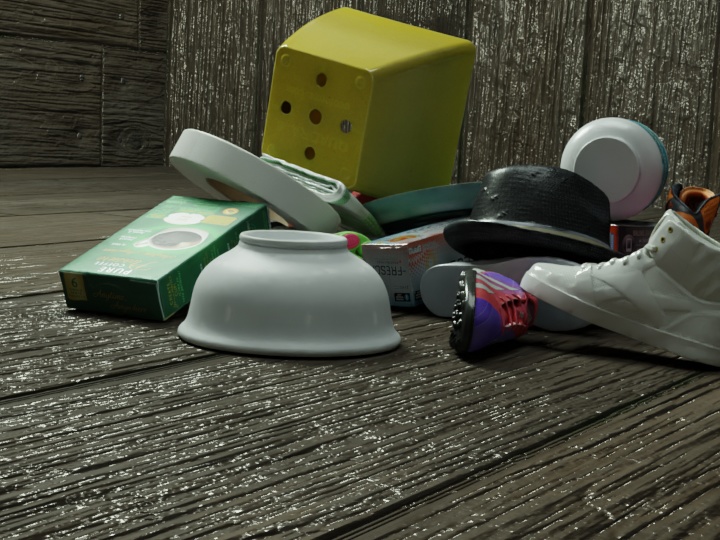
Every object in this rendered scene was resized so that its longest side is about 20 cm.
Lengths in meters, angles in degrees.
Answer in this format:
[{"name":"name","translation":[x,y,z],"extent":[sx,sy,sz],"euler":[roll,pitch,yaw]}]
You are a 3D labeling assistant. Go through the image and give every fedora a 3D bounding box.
[{"name":"fedora","translation":[0.185,-0.053,1.439],"extent":[0.198,0.093,0.201],"euler":[10,-9,2]}]

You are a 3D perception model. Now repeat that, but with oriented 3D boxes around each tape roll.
[{"name":"tape roll","translation":[-0.114,-0.087,1.546],"extent":[0.201,0.037,0.203],"euler":[29,-7,4]}]

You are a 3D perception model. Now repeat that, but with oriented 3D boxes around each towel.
[{"name":"towel","translation":[-0.027,-0.053,1.643],"extent":[0.148,0.031,0.200],"euler":[23,-17,42]}]

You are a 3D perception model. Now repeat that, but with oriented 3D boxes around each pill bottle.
[{"name":"pill bottle","translation":[0.280,-0.112,1.568],"extent":[0.109,0.113,0.200],"euler":[5,7,15]}]

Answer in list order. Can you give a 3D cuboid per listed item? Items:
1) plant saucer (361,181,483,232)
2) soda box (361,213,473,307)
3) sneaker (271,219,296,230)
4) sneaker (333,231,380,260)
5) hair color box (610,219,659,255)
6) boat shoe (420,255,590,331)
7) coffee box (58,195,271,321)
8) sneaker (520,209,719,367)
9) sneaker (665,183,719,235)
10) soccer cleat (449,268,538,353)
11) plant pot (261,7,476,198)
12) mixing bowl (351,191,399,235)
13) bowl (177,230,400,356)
[{"name":"plant saucer","translation":[0.091,-0.071,1.645],"extent":[0.197,0.028,0.200],"euler":[-9,-5,-1]},{"name":"soda box","translation":[0.087,-0.014,1.523],"extent":[0.063,0.069,0.199],"euler":[0,11,39]},{"name":"sneaker","translation":[-0.126,-0.030,1.554],"extent":[0.081,0.077,0.200],"euler":[36,-9,-6]},{"name":"sneaker","translation":[0.000,0.000,1.535],"extent":[0.083,0.078,0.199],"euler":[-9,-8,38]},{"name":"hair color box","translation":[0.249,-0.028,1.602],"extent":[0.110,0.065,0.199],"euler":[-2,5,-38]},{"name":"boat shoe","translation":[0.158,0.015,1.406],"extent":[0.198,0.075,0.065],"euler":[8,12,30]},{"name":"coffee box","translation":[-0.188,-0.016,1.394],"extent":[0.121,0.045,0.200],"euler":[6,26,26]},{"name":"sneaker","translation":[0.243,-0.002,1.249],"extent":[0.198,0.117,0.073],"euler":[20,8,29]},{"name":"sneaker","translation":[0.396,-0.037,1.667],"extent":[0.077,0.114,0.200],"euler":[14,-4,21]},{"name":"soccer cleat","translation":[0.120,0.036,1.262],"extent":[0.072,0.069,0.200],"euler":[11,6,7]},{"name":"plant pot","translation":[-0.006,-0.188,1.667],"extent":[0.198,0.203,0.176],"euler":[20,19,27]},{"name":"mixing bowl","translation":[0.050,-0.055,1.818],"extent":[0.197,0.110,0.200],"euler":[3,7,0]},{"name":"bowl","translation":[-0.060,0.015,1.242],"extent":[0.198,0.092,0.201],"euler":[4,6,0]}]
